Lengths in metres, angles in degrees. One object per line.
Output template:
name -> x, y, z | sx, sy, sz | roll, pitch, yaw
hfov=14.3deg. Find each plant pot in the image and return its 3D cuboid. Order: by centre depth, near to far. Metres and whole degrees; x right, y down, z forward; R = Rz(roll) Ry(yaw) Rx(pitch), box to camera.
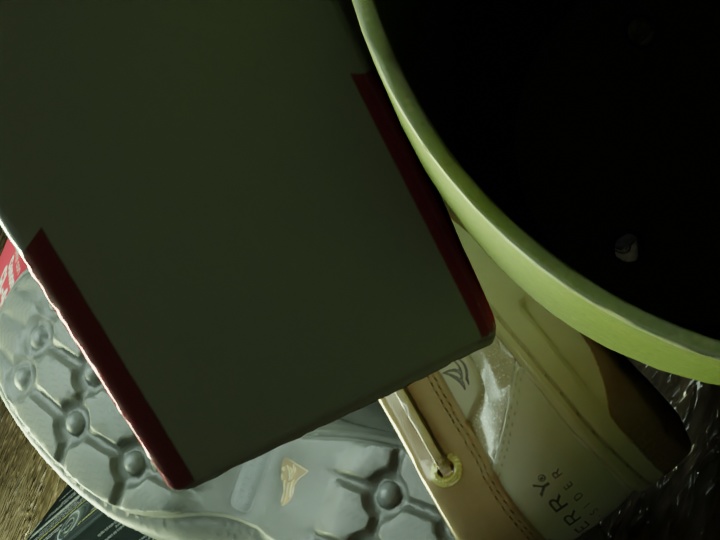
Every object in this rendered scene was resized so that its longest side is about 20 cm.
plant pot -> 0.085, -0.053, 0.601 | 0.200, 0.186, 0.188 | 97, -169, -78

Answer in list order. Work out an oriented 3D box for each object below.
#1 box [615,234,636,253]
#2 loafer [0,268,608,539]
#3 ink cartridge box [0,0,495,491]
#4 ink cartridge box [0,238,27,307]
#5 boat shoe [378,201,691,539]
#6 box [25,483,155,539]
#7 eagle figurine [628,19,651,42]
box -> 0.104, -0.130, 0.867 | 0.162, 0.049, 0.200 | -85, 21, -56
loafer -> -0.018, 0.053, 0.791 | 0.070, 0.199, 0.070 | 17, -80, -60
ink cartridge box -> -0.054, -0.073, 0.647 | 0.083, 0.146, 0.200 | -27, 36, 3
ink cartridge box -> -0.038, -0.039, 1.072 | 0.086, 0.147, 0.201 | -95, 28, -64
boat shoe -> 0.000, 0.000, 0.732 | 0.066, 0.074, 0.200 | -44, 47, 2
box -> -0.025, 0.038, 0.924 | 0.200, 0.044, 0.160 | -40, 10, 33
eagle figurine -> 0.050, -0.152, 0.714 | 0.151, 0.151, 0.201 | -35, 49, 51
